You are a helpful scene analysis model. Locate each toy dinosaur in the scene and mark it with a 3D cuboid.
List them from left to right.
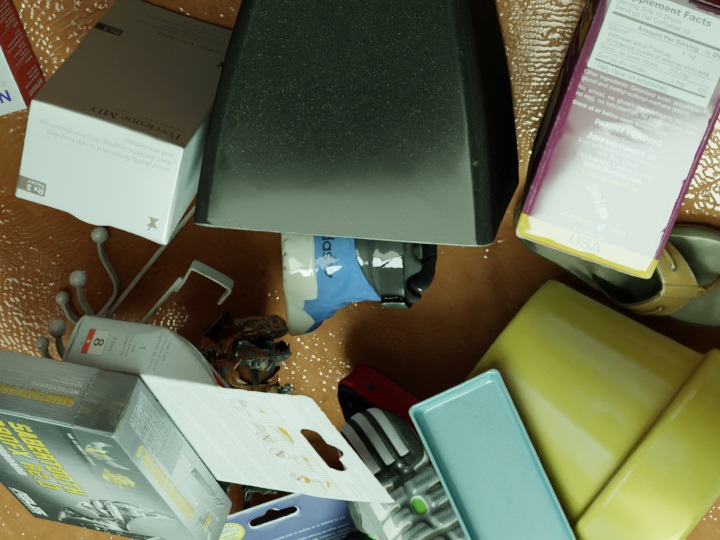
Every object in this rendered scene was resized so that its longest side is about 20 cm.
[{"bbox_3d":[-0.103,0.112,1.557,0.102,0.136,0.200,-14,157,-21],"label":"toy dinosaur"}]

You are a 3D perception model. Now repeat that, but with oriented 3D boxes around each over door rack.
[{"bbox_3d":[-0.173,0.010,1.483,0.200,0.148,0.067,-35,111,25],"label":"over door rack"}]

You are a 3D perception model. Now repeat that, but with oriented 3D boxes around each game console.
[{"bbox_3d":[0.061,0.171,1.505,0.031,0.200,0.177,-33,128,-20],"label":"game console"}]

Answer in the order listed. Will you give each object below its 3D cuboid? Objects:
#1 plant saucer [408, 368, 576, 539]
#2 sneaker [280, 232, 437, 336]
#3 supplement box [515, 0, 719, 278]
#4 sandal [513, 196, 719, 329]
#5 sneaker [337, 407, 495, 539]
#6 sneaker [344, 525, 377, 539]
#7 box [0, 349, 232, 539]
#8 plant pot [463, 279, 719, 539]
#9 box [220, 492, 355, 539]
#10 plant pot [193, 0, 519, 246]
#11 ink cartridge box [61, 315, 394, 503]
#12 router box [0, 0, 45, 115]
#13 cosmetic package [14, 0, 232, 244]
[{"bbox_3d":[0.105,0.172,1.380,0.070,0.019,0.200,-25,86,6],"label":"plant saucer"},{"bbox_3d":[0.000,0.001,1.438,0.111,0.200,0.077,-3,77,-2],"label":"sneaker"},{"bbox_3d":[0.186,-0.118,1.355,0.103,0.131,0.200,19,118,1],"label":"supplement box"},{"bbox_3d":[0.204,-0.003,1.453,0.199,0.054,0.081,21,119,0],"label":"sandal"},{"bbox_3d":[0.047,0.199,1.451,0.075,0.116,0.200,-24,75,-14],"label":"sneaker"},{"bbox_3d":[-0.012,0.277,1.559,0.077,0.084,0.201,23,117,26],"label":"sneaker"},{"bbox_3d":[-0.197,0.129,1.416,0.158,0.048,0.200,10,152,23],"label":"box"},{"bbox_3d":[0.173,0.114,1.452,0.189,0.201,0.201,37,119,8],"label":"plant pot"},{"bbox_3d":[-0.040,0.252,1.618,0.121,0.032,0.200,-19,123,7],"label":"box"},{"bbox_3d":[0.005,-0.131,1.357,0.199,0.200,0.178,4,107,9],"label":"plant pot"},{"bbox_3d":[-0.086,0.096,1.379,0.199,0.050,0.162,3,149,27],"label":"ink cartridge box"},{"bbox_3d":[-0.358,-0.185,1.472,0.199,0.049,0.180,-14,113,17],"label":"router box"},{"bbox_3d":[-0.152,-0.109,1.386,0.112,0.200,0.081,17,119,1],"label":"cosmetic package"}]
